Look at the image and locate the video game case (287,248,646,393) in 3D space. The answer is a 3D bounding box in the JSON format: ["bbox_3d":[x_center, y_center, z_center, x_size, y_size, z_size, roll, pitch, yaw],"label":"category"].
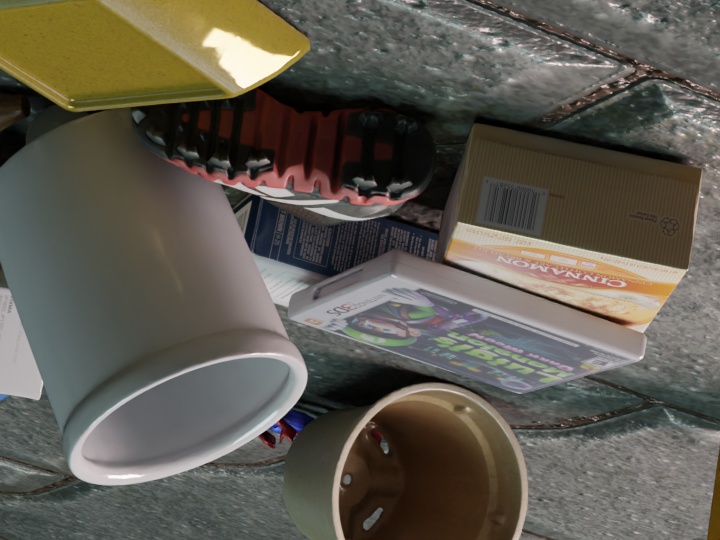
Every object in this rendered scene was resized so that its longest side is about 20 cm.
[{"bbox_3d":[0.071,0.040,1.708,0.199,0.024,0.182,18,163,-20],"label":"video game case"}]

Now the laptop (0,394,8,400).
[{"bbox_3d":[-0.259,0.127,2.127,0.199,0.117,0.187,24,165,-7],"label":"laptop"}]

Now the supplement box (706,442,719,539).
[{"bbox_3d":[0.403,0.224,2.020,0.199,0.199,0.133,2,160,26],"label":"supplement box"}]

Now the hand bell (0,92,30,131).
[{"bbox_3d":[-0.323,-0.097,1.700,0.199,0.105,0.104,-7,157,18],"label":"hand bell"}]

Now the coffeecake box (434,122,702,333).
[{"bbox_3d":[0.133,-0.020,1.640,0.152,0.074,0.200,11,163,-1],"label":"coffeecake box"}]

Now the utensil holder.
[{"bbox_3d":[-0.149,0.015,1.630,0.169,0.201,0.170,-21,158,-9],"label":"utensil holder"}]

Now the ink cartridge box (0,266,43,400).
[{"bbox_3d":[-0.334,0.027,1.779,0.199,0.086,0.148,12,-174,-21],"label":"ink cartridge box"}]

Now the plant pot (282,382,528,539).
[{"bbox_3d":[0.022,0.199,2.236,0.199,0.202,0.183,20,172,-26],"label":"plant pot"}]

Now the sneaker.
[{"bbox_3d":[-0.053,-0.074,1.592,0.199,0.071,0.098,11,160,-2],"label":"sneaker"}]

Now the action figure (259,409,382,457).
[{"bbox_3d":[-0.079,0.145,2.331,0.199,0.052,0.065,21,164,-20],"label":"action figure"}]

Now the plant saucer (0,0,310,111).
[{"bbox_3d":[-0.164,-0.149,1.470,0.199,0.049,0.200,-1,159,36],"label":"plant saucer"}]

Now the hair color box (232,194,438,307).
[{"bbox_3d":[0.000,0.000,1.805,0.199,0.061,0.100,17,162,-17],"label":"hair color box"}]

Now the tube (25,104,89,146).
[{"bbox_3d":[-0.183,-0.058,1.755,0.058,0.052,0.200,6,161,15],"label":"tube"}]
